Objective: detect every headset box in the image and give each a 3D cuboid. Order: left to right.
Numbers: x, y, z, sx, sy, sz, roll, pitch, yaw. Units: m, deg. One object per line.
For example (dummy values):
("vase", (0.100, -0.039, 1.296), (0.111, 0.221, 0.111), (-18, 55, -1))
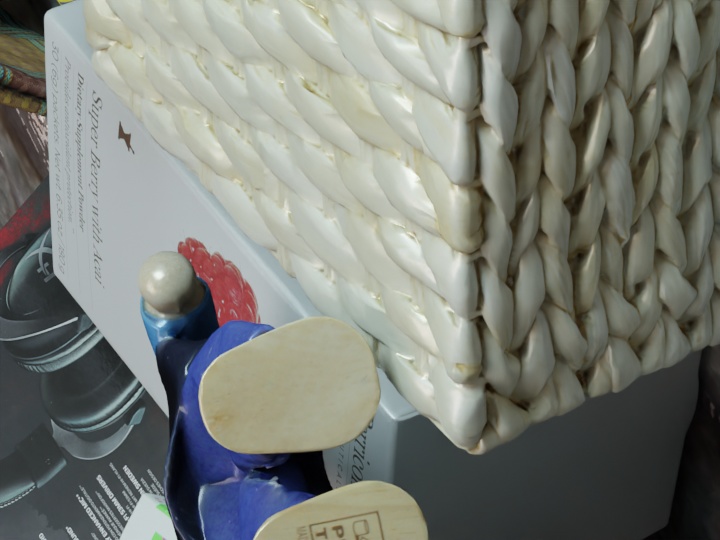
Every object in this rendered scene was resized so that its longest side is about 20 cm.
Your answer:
("headset box", (-0.091, 0.057, 1.051), (0.200, 0.077, 0.149), (-46, 60, 16))

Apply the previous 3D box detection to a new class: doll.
("doll", (-0.027, 0.059, 0.749), (0.200, 0.048, 0.137), (163, 90, -79))

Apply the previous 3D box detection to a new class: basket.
("basket", (0.037, -0.101, 0.682), (0.200, 0.160, 0.199), (47, 150, 40))

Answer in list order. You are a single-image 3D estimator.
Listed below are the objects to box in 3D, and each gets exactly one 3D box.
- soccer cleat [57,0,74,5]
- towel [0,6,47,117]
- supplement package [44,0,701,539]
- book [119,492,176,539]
("soccer cleat", (-0.066, -0.127, 0.984), (0.084, 0.065, 0.200), (55, 153, 18))
("towel", (-0.174, -0.102, 1.163), (0.200, 0.146, 0.022), (33, 103, 49))
("supplement package", (0.000, 0.000, 0.893), (0.200, 0.119, 0.122), (48, 149, 35))
("book", (-0.040, 0.154, 0.846), (0.200, 0.048, 0.134), (26, 102, 65))
